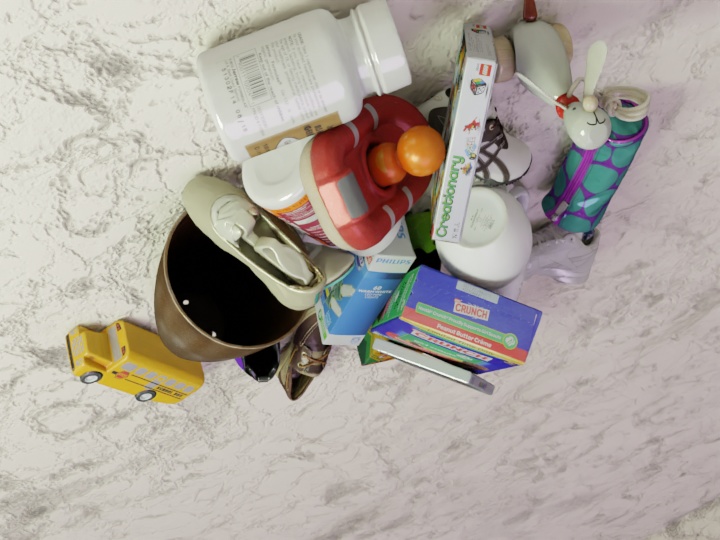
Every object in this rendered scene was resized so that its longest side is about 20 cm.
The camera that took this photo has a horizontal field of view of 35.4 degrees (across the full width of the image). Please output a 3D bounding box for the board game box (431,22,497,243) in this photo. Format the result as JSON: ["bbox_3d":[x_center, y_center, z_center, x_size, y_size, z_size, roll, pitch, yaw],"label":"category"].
[{"bbox_3d":[0.108,-0.148,1.206,0.034,0.127,0.203,9,117,-1],"label":"board game box"}]

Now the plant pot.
[{"bbox_3d":[-0.179,0.035,1.384,0.184,0.190,0.200,-1,160,-27],"label":"plant pot"}]

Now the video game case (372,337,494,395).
[{"bbox_3d":[0.106,0.136,1.576,0.141,0.018,0.200,20,176,18],"label":"video game case"}]

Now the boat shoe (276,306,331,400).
[{"bbox_3d":[-0.071,0.123,1.657,0.071,0.073,0.201,2,143,-31],"label":"boat shoe"}]

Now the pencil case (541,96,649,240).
[{"bbox_3d":[0.298,-0.132,1.448,0.092,0.085,0.201,-36,158,-29],"label":"pencil case"}]

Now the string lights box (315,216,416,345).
[{"bbox_3d":[0.000,0.000,1.472,0.058,0.104,0.201,3,143,-24],"label":"string lights box"}]

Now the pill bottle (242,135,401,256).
[{"bbox_3d":[-0.038,-0.091,1.302,0.109,0.111,0.199,-31,147,20],"label":"pill bottle"}]

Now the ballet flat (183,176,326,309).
[{"bbox_3d":[-0.116,-0.037,1.275,0.199,0.070,0.069,42,127,-6],"label":"ballet flat"}]

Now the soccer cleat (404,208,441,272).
[{"bbox_3d":[0.075,0.000,1.536,0.066,0.082,0.201,-10,148,-13],"label":"soccer cleat"}]

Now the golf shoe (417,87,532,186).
[{"bbox_3d":[0.146,-0.160,1.330,0.197,0.079,0.095,7,140,-39],"label":"golf shoe"}]

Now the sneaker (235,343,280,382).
[{"bbox_3d":[-0.145,0.119,1.582,0.068,0.101,0.201,-12,148,-7],"label":"sneaker"}]

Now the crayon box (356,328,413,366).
[{"bbox_3d":[0.071,0.085,1.643,0.125,0.052,0.200,-11,165,-13],"label":"crayon box"}]

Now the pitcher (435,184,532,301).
[{"bbox_3d":[0.170,-0.052,1.439,0.119,0.174,0.200,15,165,20],"label":"pitcher"}]

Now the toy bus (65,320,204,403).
[{"bbox_3d":[-0.306,0.124,1.535,0.078,0.066,0.199,-32,147,20],"label":"toy bus"}]

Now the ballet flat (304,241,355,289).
[{"bbox_3d":[-0.082,0.000,1.425,0.068,0.071,0.199,5,164,-34],"label":"ballet flat"}]

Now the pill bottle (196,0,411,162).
[{"bbox_3d":[-0.054,-0.195,1.126,0.197,0.116,0.115,-20,149,2],"label":"pill bottle"}]

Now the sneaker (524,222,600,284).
[{"bbox_3d":[0.258,-0.037,1.611,0.197,0.075,0.101,2,125,-32],"label":"sneaker"}]

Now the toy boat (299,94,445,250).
[{"bbox_3d":[0.032,-0.115,1.189,0.129,0.132,0.200,-15,-161,32],"label":"toy boat"}]

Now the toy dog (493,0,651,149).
[{"bbox_3d":[0.207,-0.220,1.189,0.131,0.199,0.097,-33,138,-25],"label":"toy dog"}]

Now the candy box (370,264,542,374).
[{"bbox_3d":[0.117,0.067,1.441,0.166,0.078,0.200,22,167,-7],"label":"candy box"}]
